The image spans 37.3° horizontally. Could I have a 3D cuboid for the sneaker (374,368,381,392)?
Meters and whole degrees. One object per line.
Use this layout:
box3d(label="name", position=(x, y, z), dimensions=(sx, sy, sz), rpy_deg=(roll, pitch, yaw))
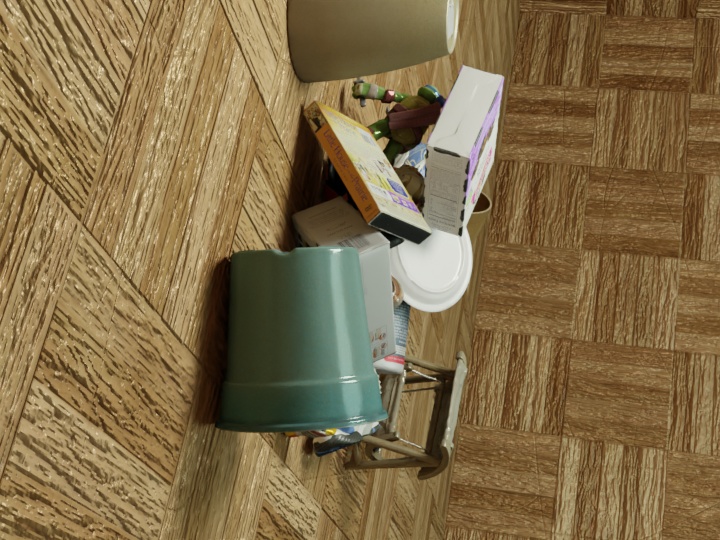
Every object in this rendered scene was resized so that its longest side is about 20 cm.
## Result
box3d(label="sneaker", position=(-0.031, 0.132, 1.616), dimensions=(0.099, 0.069, 0.202), rpy_deg=(12, 64, -47))

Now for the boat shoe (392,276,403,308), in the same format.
box3d(label="boat shoe", position=(0.000, 0.000, 1.605), dimensions=(0.072, 0.075, 0.200), rpy_deg=(58, -7, -35))

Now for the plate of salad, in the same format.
box3d(label="plate of salad", position=(0.101, -0.032, 1.718), dimensions=(0.199, 0.048, 0.202), rpy_deg=(9, 75, -36))

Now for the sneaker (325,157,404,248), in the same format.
box3d(label="sneaker", position=(-0.003, -0.099, 1.530), dimensions=(0.200, 0.069, 0.091), rpy_deg=(47, -27, 53))

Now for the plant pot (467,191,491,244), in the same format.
box3d(label="plant pot", position=(0.153, -0.069, 2.181), dimensions=(0.187, 0.185, 0.202), rpy_deg=(-57, 163, -63))

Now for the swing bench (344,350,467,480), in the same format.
box3d(label="swing bench", position=(0.082, 0.250, 1.894), dimensions=(0.130, 0.198, 0.200), rpy_deg=(81, 20, -48))

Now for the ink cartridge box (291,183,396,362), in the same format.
box3d(label="ink cartridge box", position=(-0.032, 0.009, 1.489), dimensions=(0.176, 0.083, 0.201), rpy_deg=(46, -29, 44))

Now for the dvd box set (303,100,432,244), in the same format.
box3d(label="dvd box set", position=(0.010, -0.133, 1.461), dimensions=(0.146, 0.029, 0.201), rpy_deg=(18, 38, -58))

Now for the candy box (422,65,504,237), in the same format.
box3d(label="candy box", position=(0.155, -0.179, 1.634), dimensions=(0.201, 0.071, 0.169), rpy_deg=(87, 23, -57))

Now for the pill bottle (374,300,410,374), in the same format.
box3d(label="pill bottle", position=(0.023, 0.062, 1.740), dimensions=(0.120, 0.118, 0.202), rpy_deg=(38, 59, -75))

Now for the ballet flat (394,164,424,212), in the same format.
box3d(label="ballet flat", position=(0.066, -0.105, 1.640), dimensions=(0.064, 0.075, 0.201), rpy_deg=(-49, -168, 47))

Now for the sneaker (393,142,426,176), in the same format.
box3d(label="sneaker", position=(0.095, -0.172, 2.052), dimensions=(0.076, 0.076, 0.201), rpy_deg=(76, 24, -59))

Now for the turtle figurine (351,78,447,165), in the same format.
box3d(label="turtle figurine", position=(0.026, -0.223, 1.673), dimensions=(0.194, 0.199, 0.144), rpy_deg=(-51, 160, -22))

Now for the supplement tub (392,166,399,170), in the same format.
box3d(label="supplement tub", position=(0.059, -0.084, 1.833), dimensions=(0.200, 0.121, 0.123), rpy_deg=(70, 28, -60))

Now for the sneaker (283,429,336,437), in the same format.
box3d(label="sneaker", position=(-0.070, 0.156, 1.458), dimensions=(0.201, 0.081, 0.078), rpy_deg=(80, 20, -47))

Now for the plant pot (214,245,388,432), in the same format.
box3d(label="plant pot", position=(-0.070, 0.074, 1.221), dimensions=(0.200, 0.198, 0.198), rpy_deg=(2, 86, -77))

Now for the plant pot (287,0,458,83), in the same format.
box3d(label="plant pot", position=(0.025, -0.337, 1.413), dimensions=(0.187, 0.198, 0.189), rpy_deg=(6, 90, -77))

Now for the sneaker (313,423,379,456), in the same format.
box3d(label="sneaker", position=(-0.033, 0.239, 1.687), dimensions=(0.078, 0.075, 0.200), rpy_deg=(70, 15, 3))
